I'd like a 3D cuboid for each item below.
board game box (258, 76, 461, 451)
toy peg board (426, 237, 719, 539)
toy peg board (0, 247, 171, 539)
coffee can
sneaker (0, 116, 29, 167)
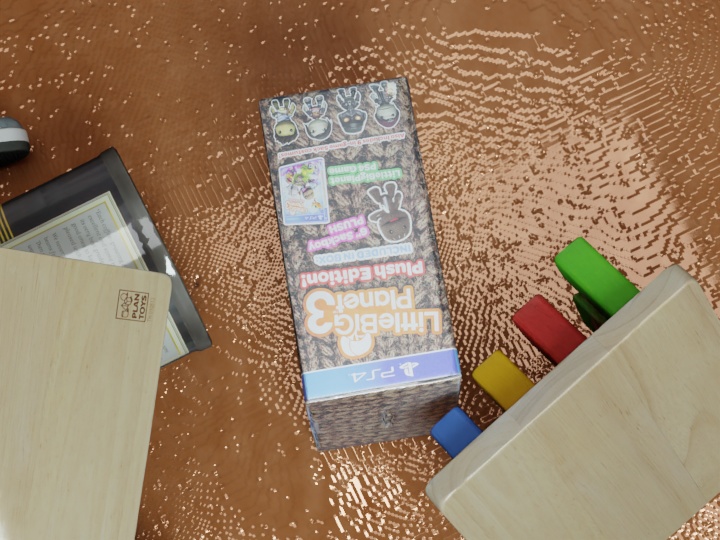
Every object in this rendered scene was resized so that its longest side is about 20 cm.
[{"bbox_3d":[0.000,0.000,1.278,0.097,0.159,0.200,-9,75,-1],"label":"board game box"},{"bbox_3d":[0.136,0.096,1.239,0.199,0.200,0.098,-41,48,-2],"label":"toy peg board"},{"bbox_3d":[-0.233,0.084,1.174,0.199,0.098,0.200,9,89,-21],"label":"toy peg board"},{"bbox_3d":[-0.217,0.028,1.282,0.200,0.146,0.147,-27,75,-6],"label":"coffee can"},{"bbox_3d":[-0.332,-0.122,1.366,0.200,0.084,0.121,-5,83,1],"label":"sneaker"}]
